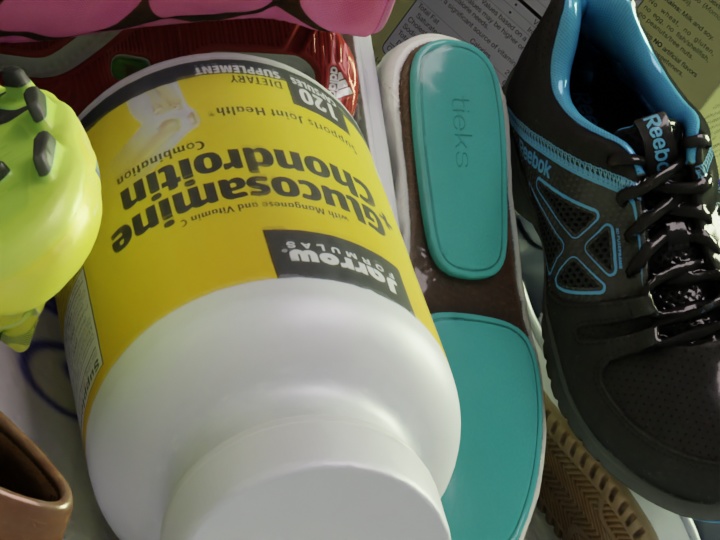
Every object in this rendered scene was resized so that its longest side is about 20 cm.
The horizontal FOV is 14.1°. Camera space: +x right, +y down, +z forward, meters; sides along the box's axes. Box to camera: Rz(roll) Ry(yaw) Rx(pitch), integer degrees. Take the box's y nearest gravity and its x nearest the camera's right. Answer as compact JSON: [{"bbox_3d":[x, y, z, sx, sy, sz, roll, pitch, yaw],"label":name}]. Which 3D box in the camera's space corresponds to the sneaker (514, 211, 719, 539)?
[{"bbox_3d":[0.099,0.030,1.070,0.108,0.070,0.200,-19,59,-23],"label":"sneaker"}]

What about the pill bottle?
[{"bbox_3d":[-0.032,0.028,0.885,0.112,0.112,0.200,24,26,-28],"label":"pill bottle"}]

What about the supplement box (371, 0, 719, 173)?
[{"bbox_3d":[0.120,-0.117,1.260,0.134,0.200,0.200,42,24,10],"label":"supplement box"}]

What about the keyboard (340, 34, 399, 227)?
[{"bbox_3d":[0.000,0.000,0.989,0.011,0.056,0.200,8,51,-20],"label":"keyboard"}]

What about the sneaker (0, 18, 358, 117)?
[{"bbox_3d":[-0.107,-0.056,1.016,0.200,0.078,0.116,13,-18,-4],"label":"sneaker"}]

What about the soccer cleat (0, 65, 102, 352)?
[{"bbox_3d":[-0.106,-0.010,0.828,0.084,0.065,0.200,58,-15,-19],"label":"soccer cleat"}]

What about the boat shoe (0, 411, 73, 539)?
[{"bbox_3d":[-0.152,0.020,0.778,0.200,0.072,0.076,41,23,9],"label":"boat shoe"}]

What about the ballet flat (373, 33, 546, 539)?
[{"bbox_3d":[0.024,0.018,1.017,0.069,0.069,0.200,14,66,-43],"label":"ballet flat"}]

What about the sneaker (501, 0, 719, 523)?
[{"bbox_3d":[0.095,-0.007,1.003,0.073,0.082,0.200,-14,61,-18],"label":"sneaker"}]

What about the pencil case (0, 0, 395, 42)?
[{"bbox_3d":[-0.080,-0.105,0.929,0.200,0.094,0.091,-5,34,-10],"label":"pencil case"}]
